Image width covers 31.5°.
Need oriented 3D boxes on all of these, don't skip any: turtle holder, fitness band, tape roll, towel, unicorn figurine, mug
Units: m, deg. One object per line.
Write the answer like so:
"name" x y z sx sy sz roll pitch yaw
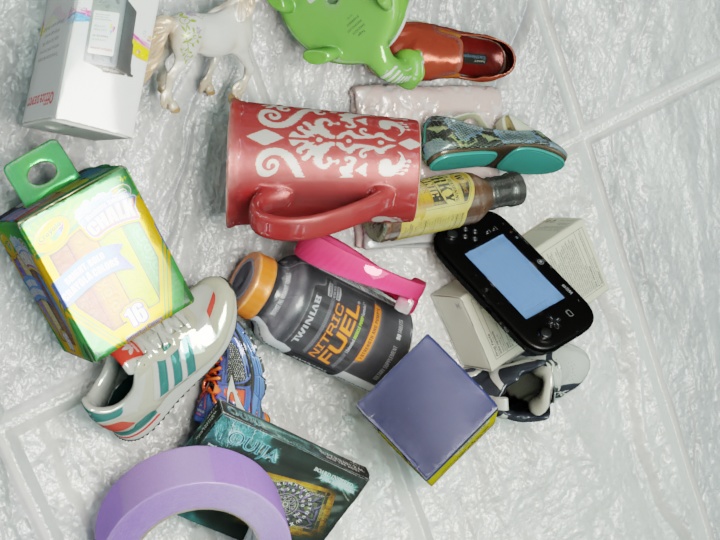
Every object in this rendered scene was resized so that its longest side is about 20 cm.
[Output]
"turtle holder" 0.003 -0.292 1.376 0.185 0.132 0.142 29 116 10
"fitness band" 0.000 0.000 1.375 0.143 0.200 0.038 26 92 5
"tape roll" -0.174 0.283 1.328 0.198 0.066 0.202 -6 119 -12
"towel" 0.081 -0.122 1.501 0.199 0.032 0.193 -3 95 -28
"unicorn figurine" -0.153 -0.242 1.329 0.200 0.073 0.138 -36 145 -57
"mug" -0.040 -0.089 1.333 0.198 0.134 0.179 2 64 -5

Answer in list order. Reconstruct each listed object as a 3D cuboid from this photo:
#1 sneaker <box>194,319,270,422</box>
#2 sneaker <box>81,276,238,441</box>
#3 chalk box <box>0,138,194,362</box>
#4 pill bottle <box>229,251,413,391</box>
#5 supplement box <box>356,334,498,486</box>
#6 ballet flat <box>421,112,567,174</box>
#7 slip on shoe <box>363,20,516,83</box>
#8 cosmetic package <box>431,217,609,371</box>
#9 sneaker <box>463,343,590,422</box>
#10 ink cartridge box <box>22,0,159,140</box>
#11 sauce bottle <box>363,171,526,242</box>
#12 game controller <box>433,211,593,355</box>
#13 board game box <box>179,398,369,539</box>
"sneaker" -0.144 0.136 1.377 0.078 0.075 0.202 -15 98 -23
"sneaker" -0.207 0.083 1.306 0.200 0.070 0.093 -50 150 -1
"chalk box" -0.276 -0.029 1.266 0.124 0.124 0.201 -33 108 -22
"pill bottle" -0.048 0.051 1.402 0.199 0.106 0.107 26 81 -26
"supplement box" 0.076 0.158 1.399 0.109 0.200 0.109 -44 78 -4
"ballet flat" 0.157 -0.153 1.490 0.199 0.074 0.075 0 93 -34
"slip on shoe" 0.094 -0.252 1.482 0.198 0.061 0.075 1 95 -26
"cosmetic package" 0.196 0.026 1.547 0.199 0.073 0.104 -30 106 -23
"sneaker" 0.220 0.138 1.535 0.198 0.129 0.080 -4 97 -27
"ink cartridge box" -0.260 -0.233 1.248 0.085 0.147 0.202 10 90 -26
"sauce bottle" 0.099 -0.079 1.460 0.199 0.065 0.065 -13 99 -28
"game controller" 0.174 0.011 1.458 0.104 0.042 0.200 -30 62 -22
"board game box" -0.105 0.232 1.374 0.199 0.028 0.136 29 106 -28
